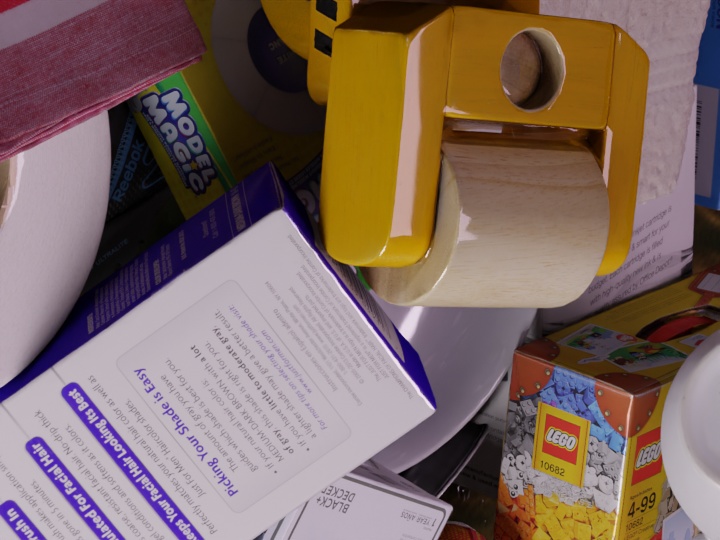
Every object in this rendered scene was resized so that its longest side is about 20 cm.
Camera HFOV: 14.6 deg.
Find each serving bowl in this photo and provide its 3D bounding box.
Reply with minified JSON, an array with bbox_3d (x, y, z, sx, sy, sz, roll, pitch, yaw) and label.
[{"bbox_3d":[0.000,0.000,1.341,0.200,0.066,0.201,-23,126,-36],"label":"serving bowl"}]

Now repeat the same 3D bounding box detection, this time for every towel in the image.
[{"bbox_3d":[-0.143,-0.148,1.053,0.144,0.023,0.201,-33,103,-45],"label":"towel"},{"bbox_3d":[0.099,-0.083,1.312,0.200,0.034,0.133,-16,120,-51],"label":"towel"}]

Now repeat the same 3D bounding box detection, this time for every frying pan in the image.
[{"bbox_3d":[-0.003,0.142,1.433,0.190,0.031,0.115,-47,-178,18],"label":"frying pan"}]

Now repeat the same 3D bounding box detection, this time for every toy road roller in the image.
[{"bbox_3d":[0.028,-0.088,1.122,0.122,0.146,0.201,2,93,-36],"label":"toy road roller"}]

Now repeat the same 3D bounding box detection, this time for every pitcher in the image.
[{"bbox_3d":[0.202,0.111,1.375,0.172,0.121,0.200,-52,155,0],"label":"pitcher"}]

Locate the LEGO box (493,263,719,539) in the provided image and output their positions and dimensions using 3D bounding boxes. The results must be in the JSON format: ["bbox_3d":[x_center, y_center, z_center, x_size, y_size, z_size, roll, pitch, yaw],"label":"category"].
[{"bbox_3d":[0.158,0.095,1.462,0.200,0.077,0.150,-20,122,-48],"label":"LEGO box"}]

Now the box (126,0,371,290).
[{"bbox_3d":[-0.039,-0.078,1.175,0.117,0.048,0.201,-34,102,-40],"label":"box"}]

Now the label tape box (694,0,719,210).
[{"bbox_3d":[0.240,-0.134,1.640,0.200,0.066,0.144,-24,123,-46],"label":"label tape box"}]

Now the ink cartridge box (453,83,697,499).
[{"bbox_3d":[0.106,0.004,1.490,0.146,0.084,0.201,-31,128,-43],"label":"ink cartridge box"}]

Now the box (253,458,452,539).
[{"bbox_3d":[-0.052,0.170,1.229,0.116,0.060,0.201,22,94,-54],"label":"box"}]

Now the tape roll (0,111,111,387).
[{"bbox_3d":[-0.182,-0.043,1.054,0.202,0.037,0.204,-2,93,-43],"label":"tape roll"}]

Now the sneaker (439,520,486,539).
[{"bbox_3d":[0.002,0.216,1.409,0.073,0.077,0.201,26,99,-15],"label":"sneaker"}]

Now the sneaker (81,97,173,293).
[{"bbox_3d":[-0.086,-0.073,1.195,0.200,0.073,0.082,-47,136,-35],"label":"sneaker"}]

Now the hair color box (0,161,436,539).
[{"bbox_3d":[-0.082,0.062,1.116,0.200,0.065,0.109,-35,110,5],"label":"hair color box"}]
